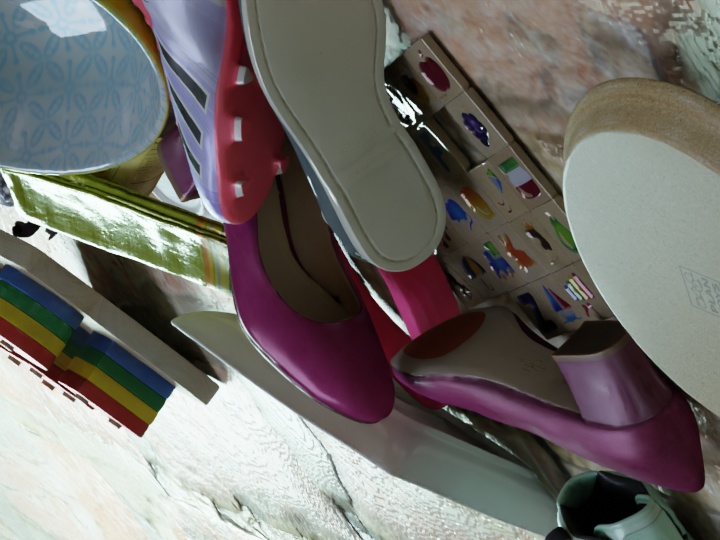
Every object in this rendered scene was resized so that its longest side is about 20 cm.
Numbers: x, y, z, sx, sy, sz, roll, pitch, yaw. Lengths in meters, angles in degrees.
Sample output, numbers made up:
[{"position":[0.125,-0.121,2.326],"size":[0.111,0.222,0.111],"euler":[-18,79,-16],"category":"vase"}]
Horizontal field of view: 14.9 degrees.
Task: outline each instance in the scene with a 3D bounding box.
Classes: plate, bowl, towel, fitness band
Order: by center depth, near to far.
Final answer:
[{"position":[-0.183,-0.151,1.447],"size":[0.200,0.108,0.200],"euler":[11,149,7],"category":"bowl"},{"position":[0.000,0.000,1.553],"size":[0.144,0.037,0.200],"euler":[37,161,41],"category":"fitness band"},{"position":[-0.116,-0.015,1.596],"size":[0.200,0.018,0.086],"euler":[20,156,12],"category":"towel"},{"position":[0.014,0.084,1.603],"size":[0.200,0.032,0.200],"euler":[32,-175,39],"category":"plate"}]

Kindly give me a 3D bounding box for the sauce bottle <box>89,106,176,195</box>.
[{"position":[-0.122,-0.102,1.561],"size":[0.066,0.066,0.200],"euler":[47,146,9],"category":"sauce bottle"}]

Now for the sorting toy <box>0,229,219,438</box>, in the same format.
[{"position":[-0.237,0.041,2.061],"size":[0.199,0.070,0.200],"euler":[40,170,-34],"category":"sorting toy"}]

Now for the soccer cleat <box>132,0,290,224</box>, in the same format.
[{"position":[-0.080,-0.122,1.366],"size":[0.076,0.067,0.200],"euler":[9,116,30],"category":"soccer cleat"}]

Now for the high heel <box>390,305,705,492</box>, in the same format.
[{"position":[0.092,0.074,1.423],"size":[0.200,0.067,0.096],"euler":[4,128,58],"category":"high heel"}]

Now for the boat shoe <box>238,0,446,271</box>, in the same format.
[{"position":[-0.019,-0.092,1.356],"size":[0.062,0.073,0.200],"euler":[30,147,60],"category":"boat shoe"}]

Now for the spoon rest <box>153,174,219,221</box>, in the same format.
[{"position":[-0.134,-0.083,1.706],"size":[0.200,0.061,0.099],"euler":[18,148,35],"category":"spoon rest"}]

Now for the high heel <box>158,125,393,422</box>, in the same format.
[{"position":[-0.030,-0.020,1.426],"size":[0.200,0.067,0.096],"euler":[53,131,11],"category":"high heel"}]

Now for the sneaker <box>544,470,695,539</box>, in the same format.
[{"position":[0.174,0.182,1.448],"size":[0.200,0.074,0.118],"euler":[36,164,43],"category":"sneaker"}]

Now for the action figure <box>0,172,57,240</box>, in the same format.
[{"position":[-0.274,-0.073,2.002],"size":[0.130,0.069,0.200],"euler":[40,175,-25],"category":"action figure"}]

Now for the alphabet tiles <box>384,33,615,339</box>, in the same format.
[{"position":[0.057,-0.033,1.413],"size":[0.167,0.008,0.200],"euler":[50,163,-3],"category":"alphabet tiles"}]

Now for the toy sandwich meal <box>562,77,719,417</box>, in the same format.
[{"position":[0.162,-0.009,1.125],"size":[0.205,0.070,0.205],"euler":[41,155,23],"category":"toy sandwich meal"}]
